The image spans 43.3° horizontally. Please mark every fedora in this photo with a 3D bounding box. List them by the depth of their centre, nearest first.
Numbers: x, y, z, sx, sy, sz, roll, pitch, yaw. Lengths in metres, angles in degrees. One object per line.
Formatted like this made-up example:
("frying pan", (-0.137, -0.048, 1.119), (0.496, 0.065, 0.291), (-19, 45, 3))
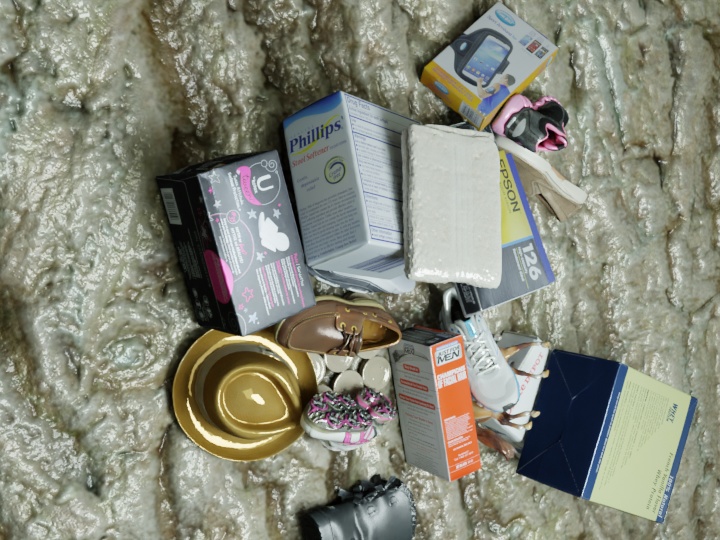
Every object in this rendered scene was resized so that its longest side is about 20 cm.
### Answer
("fedora", (-0.136, 0.161, 1.159), (0.199, 0.082, 0.202), (-3, 99, -23))

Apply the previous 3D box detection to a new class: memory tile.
("memory tile", (-0.053, 0.126, 1.261), (0.199, 0.017, 0.154), (-24, 106, -27))

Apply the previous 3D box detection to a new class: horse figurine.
("horse figurine", (0.201, 0.172, 1.321), (0.050, 0.132, 0.201), (51, 49, -49))

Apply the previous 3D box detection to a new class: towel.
("towel", (0.112, -0.081, 1.123), (0.132, 0.034, 0.201), (5, 80, -23))

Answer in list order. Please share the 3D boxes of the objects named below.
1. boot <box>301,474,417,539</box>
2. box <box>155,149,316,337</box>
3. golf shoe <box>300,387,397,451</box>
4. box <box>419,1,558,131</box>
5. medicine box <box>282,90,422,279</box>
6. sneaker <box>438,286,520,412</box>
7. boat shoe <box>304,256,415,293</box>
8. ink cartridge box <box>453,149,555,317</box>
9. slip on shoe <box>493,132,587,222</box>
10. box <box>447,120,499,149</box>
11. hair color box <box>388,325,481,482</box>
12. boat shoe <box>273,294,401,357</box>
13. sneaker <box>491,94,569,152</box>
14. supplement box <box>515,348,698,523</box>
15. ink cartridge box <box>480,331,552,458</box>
("boot", (0.006, 0.399, 1.292), (0.162, 0.073, 0.200), (-14, 101, -33))
("box", (-0.153, -0.037, 1.118), (0.114, 0.132, 0.201), (-21, 106, -32))
("golf shoe", (-0.024, 0.212, 1.211), (0.092, 0.073, 0.200), (-53, 154, 14))
("box", (0.196, -0.308, 1.330), (0.119, 0.042, 0.200), (41, 70, 11))
("medicine box", (0.009, -0.104, 1.164), (0.182, 0.103, 0.201), (8, 67, -53))
("sneaker", (0.161, 0.109, 1.290), (0.075, 0.201, 0.087), (-26, 149, -3))
("boat shoe", (0.000, 0.000, 1.254), (0.200, 0.068, 0.072), (10, 63, -53))
("ink cartridge box", (0.184, -0.058, 1.216), (0.199, 0.047, 0.199), (-18, 87, -38))
("slip on shoe", (0.269, -0.143, 1.411), (0.199, 0.076, 0.061), (30, 100, -32))
("box", (0.140, -0.105, 1.291), (0.159, 0.044, 0.201), (-17, 81, -22))
("hair color box", (0.106, 0.189, 1.309), (0.064, 0.111, 0.201), (-17, 103, -30))
("boat shoe", (-0.024, 0.077, 1.195), (0.199, 0.067, 0.072), (-1, 118, -45))
("sneaker", (0.275, -0.209, 1.358), (0.200, 0.095, 0.079), (-16, 141, -55))
("supplement box", (0.372, 0.248, 1.364), (0.199, 0.134, 0.201), (23, 82, -34))
("ink cartridge box", (0.273, 0.212, 1.429), (0.200, 0.087, 0.146), (42, 72, -29))
